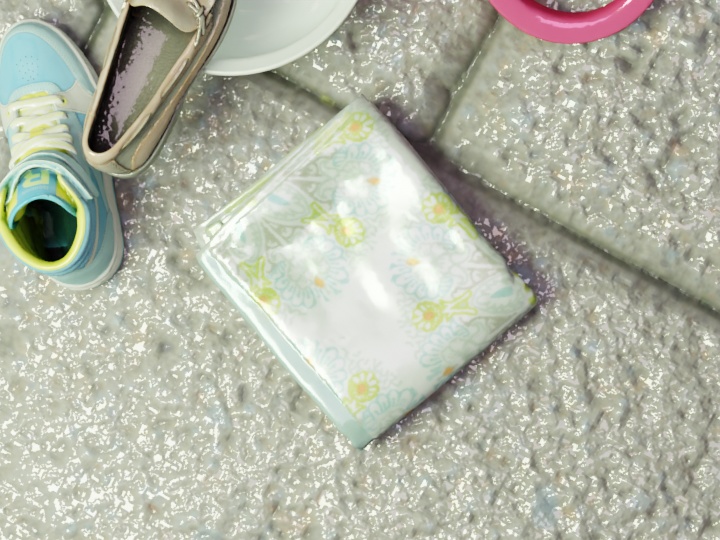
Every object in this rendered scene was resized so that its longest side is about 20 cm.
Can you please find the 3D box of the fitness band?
[{"bbox_3d":[0.133,-0.254,1.529,0.143,0.037,0.201,-27,107,13],"label":"fitness band"}]

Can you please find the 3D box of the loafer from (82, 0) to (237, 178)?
[{"bbox_3d":[-0.135,-0.158,1.483,0.072,0.063,0.201,22,93,8],"label":"loafer"}]

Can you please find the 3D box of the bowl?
[{"bbox_3d":[-0.083,-0.234,1.553,0.200,0.090,0.202,0,90,7],"label":"bowl"}]

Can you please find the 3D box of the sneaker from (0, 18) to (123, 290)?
[{"bbox_3d":[-0.221,-0.087,1.544,0.079,0.131,0.201,-16,87,6],"label":"sneaker"}]

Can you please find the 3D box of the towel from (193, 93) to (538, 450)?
[{"bbox_3d":[0.000,0.000,1.564,0.171,0.048,0.200,-40,86,4],"label":"towel"}]
